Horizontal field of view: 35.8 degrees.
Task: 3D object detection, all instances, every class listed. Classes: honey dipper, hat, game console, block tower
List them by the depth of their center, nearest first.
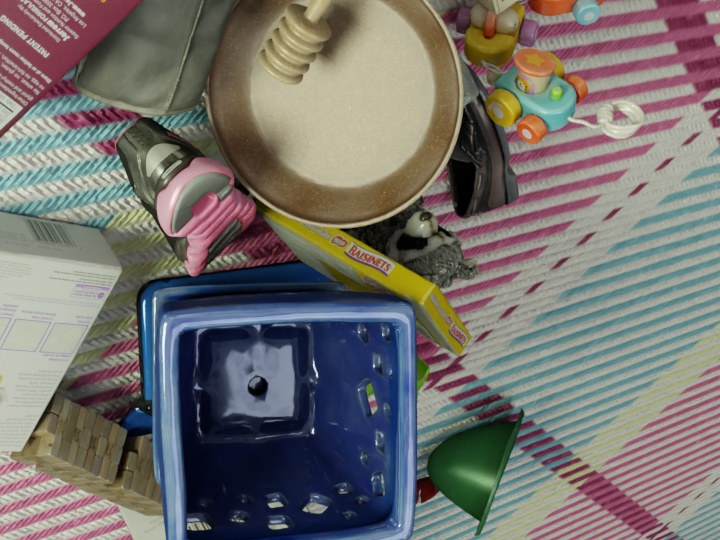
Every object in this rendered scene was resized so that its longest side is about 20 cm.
[{"bbox_3d":[-0.007,-0.213,0.756,0.038,0.038,0.200,4,135,-43],"label":"honey dipper"},{"bbox_3d":[-0.230,0.174,1.018,0.058,0.054,0.200,-9,148,33],"label":"block tower"},{"bbox_3d":[-0.137,0.077,1.062,0.199,0.118,0.172,-8,102,-36],"label":"game console"},{"bbox_3d":[0.098,0.237,1.433,0.200,0.175,0.166,-57,163,-50],"label":"hat"}]

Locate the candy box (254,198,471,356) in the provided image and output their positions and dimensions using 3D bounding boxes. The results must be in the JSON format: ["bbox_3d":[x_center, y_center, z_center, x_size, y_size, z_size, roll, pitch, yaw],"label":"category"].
[{"bbox_3d":[0.000,0.000,0.951,0.026,0.200,0.102,-51,145,-12],"label":"candy box"}]

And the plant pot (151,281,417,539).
[{"bbox_3d":[-0.075,0.108,0.909,0.199,0.180,0.201,-3,100,-18],"label":"plant pot"}]

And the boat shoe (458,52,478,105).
[{"bbox_3d":[0.014,-0.105,0.927,0.201,0.070,0.072,-40,106,3],"label":"boat shoe"}]

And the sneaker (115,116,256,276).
[{"bbox_3d":[-0.142,-0.062,0.871,0.079,0.095,0.200,-48,170,-13],"label":"sneaker"}]

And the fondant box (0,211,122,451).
[{"bbox_3d":[-0.295,0.051,0.865,0.144,0.058,0.200,10,120,-46],"label":"fondant box"}]

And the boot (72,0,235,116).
[{"bbox_3d":[-0.092,-0.199,0.771,0.181,0.073,0.201,4,120,-28],"label":"boot"}]

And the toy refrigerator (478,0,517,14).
[{"bbox_3d":[0.097,-0.296,0.835,0.076,0.070,0.200,-35,144,-7],"label":"toy refrigerator"}]

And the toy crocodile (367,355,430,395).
[{"bbox_3d":[0.018,0.100,1.180,0.062,0.067,0.200,-48,145,3],"label":"toy crocodile"}]

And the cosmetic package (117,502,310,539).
[{"bbox_3d":[-0.137,0.294,1.163,0.164,0.165,0.201,-26,141,-17],"label":"cosmetic package"}]

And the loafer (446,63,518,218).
[{"bbox_3d":[0.100,-0.111,1.032,0.063,0.072,0.200,-33,146,-2],"label":"loafer"}]

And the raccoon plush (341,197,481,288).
[{"bbox_3d":[0.057,0.009,1.060,0.097,0.134,0.200,-34,143,-9],"label":"raccoon plush"}]

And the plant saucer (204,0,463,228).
[{"bbox_3d":[-0.018,-0.133,0.838,0.201,0.200,0.037,-55,176,19],"label":"plant saucer"}]

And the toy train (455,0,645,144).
[{"bbox_3d":[0.159,-0.195,0.915,0.149,0.201,0.056,-8,145,-1],"label":"toy train"}]

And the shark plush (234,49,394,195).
[{"bbox_3d":[-0.031,-0.126,0.908,0.201,0.091,0.083,-60,170,17],"label":"shark plush"}]

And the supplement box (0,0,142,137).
[{"bbox_3d":[-0.218,-0.167,0.661,0.200,0.110,0.086,-43,144,5],"label":"supplement box"}]
